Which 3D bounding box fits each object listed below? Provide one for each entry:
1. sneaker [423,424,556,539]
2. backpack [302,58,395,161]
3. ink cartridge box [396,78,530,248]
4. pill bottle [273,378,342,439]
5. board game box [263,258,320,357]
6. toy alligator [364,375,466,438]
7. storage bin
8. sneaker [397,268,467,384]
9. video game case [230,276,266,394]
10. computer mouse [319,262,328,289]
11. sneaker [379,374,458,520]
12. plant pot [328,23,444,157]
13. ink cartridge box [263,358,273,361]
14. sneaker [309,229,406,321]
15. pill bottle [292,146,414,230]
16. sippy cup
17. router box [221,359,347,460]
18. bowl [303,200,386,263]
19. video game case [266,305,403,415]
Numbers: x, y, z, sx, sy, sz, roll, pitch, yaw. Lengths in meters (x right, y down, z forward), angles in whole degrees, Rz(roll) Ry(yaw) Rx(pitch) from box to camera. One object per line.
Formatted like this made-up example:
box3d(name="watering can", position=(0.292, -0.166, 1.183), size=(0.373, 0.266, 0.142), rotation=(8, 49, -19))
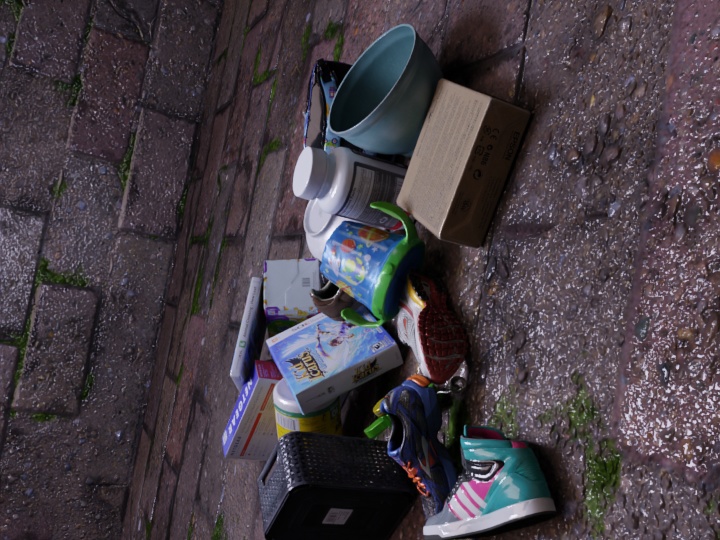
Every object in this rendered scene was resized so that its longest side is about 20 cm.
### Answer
box3d(name="sneaker", position=(0.137, 0.248, 0.864), size=(0.200, 0.083, 0.122), rotation=(-37, 52, 44))
box3d(name="backpack", position=(-0.016, -0.255, 1.304), size=(0.135, 0.180, 0.203), rotation=(-160, 78, -83))
box3d(name="ink cartridge box", position=(0.141, -0.156, 1.046), size=(0.202, 0.074, 0.165), rotation=(-71, 24, 17))
box3d(name="pill bottle", position=(-0.085, 0.284, 1.242), size=(0.113, 0.111, 0.203), rotation=(-137, 40, -62))
box3d(name="board game box", position=(-0.127, 0.076, 1.389), size=(0.201, 0.101, 0.106), rotation=(94, 173, -58))
box3d(name="toy alligator", position=(0.083, 0.188, 1.053), size=(0.199, 0.059, 0.054), rotation=(-37, 10, 33))
box3d(name="storage bin", position=(-0.038, 0.323, 1.067), size=(0.136, 0.198, 0.094), rotation=(-62, 30, 30))
box3d(name="sneaker", position=(0.098, 0.089, 1.046), size=(0.201, 0.077, 0.083), rotation=(-97, 25, -52))
box3d(name="video game case", position=(-0.204, 0.131, 1.366), size=(0.200, 0.022, 0.184), rotation=(97, -178, -69))
box3d(name="computer mouse", position=(-0.046, 0.021, 1.397), size=(0.140, 0.045, 0.203), rotation=(151, 126, -61))
box3d(name="sneaker", position=(0.073, 0.245, 0.970), size=(0.075, 0.078, 0.203), rotation=(-20, 85, 65))
box3d(name="plant pot", position=(0.061, -0.265, 1.162), size=(0.200, 0.134, 0.202), rotation=(-38, 33, 31))
box3d(name="ink cartridge box", position=(-0.118, 0.185, 1.420), size=(0.199, 0.094, 0.038), rotation=(-20, 66, 61))
box3d(name="sneaker", position=(0.000, 0.000, 1.211), size=(0.200, 0.075, 0.071), rotation=(-47, 34, 10))
box3d(name="pill bottle", position=(-0.005, -0.139, 1.201), size=(0.111, 0.198, 0.112), rotation=(-41, 43, 53))
box3d(name="sippy cup", position=(0.013, -0.010, 1.124), size=(0.179, 0.129, 0.140), rotation=(-62, -21, -8))
box3d(name="router box", position=(-0.138, 0.263, 1.333), size=(0.202, 0.177, 0.049), rotation=(-64, 29, 27))
box3d(name="bowl", position=(-0.042, -0.094, 1.343), size=(0.200, 0.090, 0.204), rotation=(-29, 51, 43))
box3d(name="video game case", position=(-0.049, 0.134, 1.214), size=(0.200, 0.180, 0.046), rotation=(44, 158, 61))
